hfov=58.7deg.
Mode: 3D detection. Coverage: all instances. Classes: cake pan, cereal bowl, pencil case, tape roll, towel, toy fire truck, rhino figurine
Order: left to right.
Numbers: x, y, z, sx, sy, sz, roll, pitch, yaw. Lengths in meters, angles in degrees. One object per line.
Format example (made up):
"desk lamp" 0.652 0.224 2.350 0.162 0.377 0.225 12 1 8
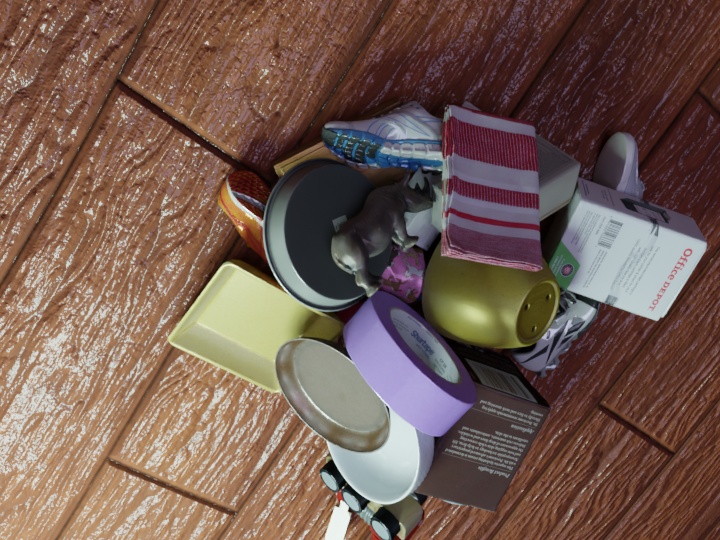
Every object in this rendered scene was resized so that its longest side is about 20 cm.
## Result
"cake pan" -0.034 -0.049 0.851 0.195 0.036 0.208 3 85 -34
"pencil case" 0.000 0.000 0.947 0.194 0.083 0.090 7 76 -17
"toy fire truck" 0.006 0.408 1.065 0.128 0.174 0.204 -36 145 -34
"cereal bowl" 0.036 0.236 0.965 0.082 0.197 0.206 -14 119 -46
"rhino figurine" 0.036 -0.062 0.838 0.087 0.060 0.201 43 62 -4
"tape roll" 0.068 0.123 0.875 0.198 0.201 0.066 37 107 -24
"towel" 0.170 -0.108 0.820 0.140 0.023 0.207 7 74 -18

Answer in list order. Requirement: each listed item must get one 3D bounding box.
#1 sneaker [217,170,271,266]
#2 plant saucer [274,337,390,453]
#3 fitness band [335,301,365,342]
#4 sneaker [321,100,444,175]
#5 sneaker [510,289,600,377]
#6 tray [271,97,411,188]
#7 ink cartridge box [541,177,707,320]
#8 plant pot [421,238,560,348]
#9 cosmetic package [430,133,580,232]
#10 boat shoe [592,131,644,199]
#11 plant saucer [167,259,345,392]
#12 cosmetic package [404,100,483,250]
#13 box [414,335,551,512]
"sneaker" -0.118 -0.045 0.876 0.072 0.077 0.202 -33 86 -33
"plant saucer" -0.036 0.171 0.902 0.032 0.196 0.205 -43 124 -43
"fitness band" -0.003 0.139 1.009 0.140 0.038 0.203 18 116 -23
"sneaker" 0.045 -0.186 0.862 0.193 0.075 0.090 7 73 -7
"sneaker" 0.323 0.079 1.064 0.087 0.074 0.203 25 103 -24
"tray" -0.017 -0.151 0.907 0.196 0.037 0.101 -28 115 -4
"ink cartridge box" 0.389 -0.031 0.971 0.194 0.085 0.149 19 123 0
"plant pot" 0.206 0.032 0.940 0.196 0.141 0.206 -18 121 -33
"cosmetic package" 0.203 -0.109 0.904 0.197 0.104 0.074 -29 142 -22
"boat shoe" 0.412 -0.117 1.013 0.066 0.072 0.206 -6 112 -14
"plant saucer" -0.149 0.075 0.924 0.197 0.049 0.200 30 127 -22
"cosmetic package" 0.122 -0.133 0.927 0.202 0.051 0.082 -54 143 9
"box" 0.167 0.240 1.036 0.162 0.165 0.204 20 105 -21
